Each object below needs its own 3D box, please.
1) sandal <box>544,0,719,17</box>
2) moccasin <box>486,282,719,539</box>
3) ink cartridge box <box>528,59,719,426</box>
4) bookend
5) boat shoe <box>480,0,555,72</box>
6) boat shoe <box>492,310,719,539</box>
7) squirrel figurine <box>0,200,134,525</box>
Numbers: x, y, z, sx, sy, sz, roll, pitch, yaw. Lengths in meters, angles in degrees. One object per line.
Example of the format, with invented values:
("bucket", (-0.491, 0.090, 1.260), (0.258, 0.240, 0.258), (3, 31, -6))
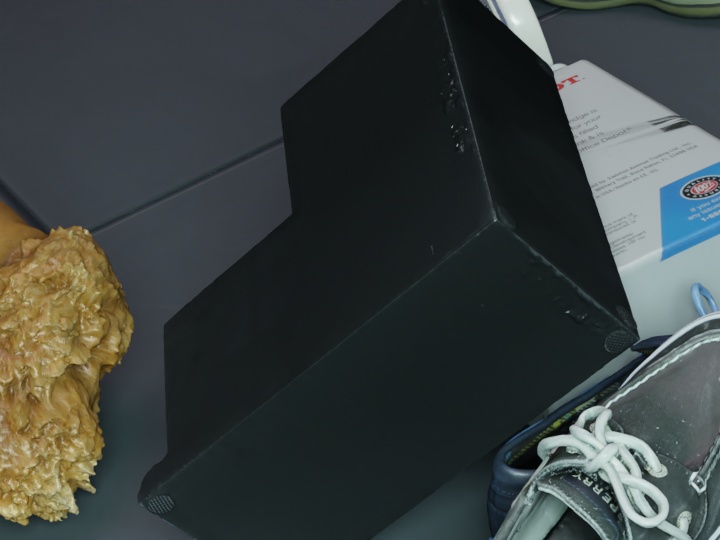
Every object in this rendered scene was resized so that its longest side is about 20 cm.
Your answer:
("sandal", (0.188, -0.211, 1.237), (0.200, 0.058, 0.080), (13, 41, 42))
("moccasin", (0.140, 0.060, 0.781), (0.199, 0.069, 0.080), (-34, 40, -23))
("ink cartridge box", (0.104, -0.014, 0.915), (0.145, 0.085, 0.200), (-24, 30, -13))
("bookend", (0.000, 0.000, 0.819), (0.200, 0.092, 0.199), (-39, 33, 21))
("boat shoe", (0.051, -0.109, 1.065), (0.092, 0.075, 0.200), (-24, -6, -4))
("boat shoe", (0.091, 0.088, 0.694), (0.073, 0.068, 0.199), (36, 78, 33))
("squirrel figurine", (-0.213, 0.057, 0.912), (0.199, 0.142, 0.187), (6, 43, 39))
